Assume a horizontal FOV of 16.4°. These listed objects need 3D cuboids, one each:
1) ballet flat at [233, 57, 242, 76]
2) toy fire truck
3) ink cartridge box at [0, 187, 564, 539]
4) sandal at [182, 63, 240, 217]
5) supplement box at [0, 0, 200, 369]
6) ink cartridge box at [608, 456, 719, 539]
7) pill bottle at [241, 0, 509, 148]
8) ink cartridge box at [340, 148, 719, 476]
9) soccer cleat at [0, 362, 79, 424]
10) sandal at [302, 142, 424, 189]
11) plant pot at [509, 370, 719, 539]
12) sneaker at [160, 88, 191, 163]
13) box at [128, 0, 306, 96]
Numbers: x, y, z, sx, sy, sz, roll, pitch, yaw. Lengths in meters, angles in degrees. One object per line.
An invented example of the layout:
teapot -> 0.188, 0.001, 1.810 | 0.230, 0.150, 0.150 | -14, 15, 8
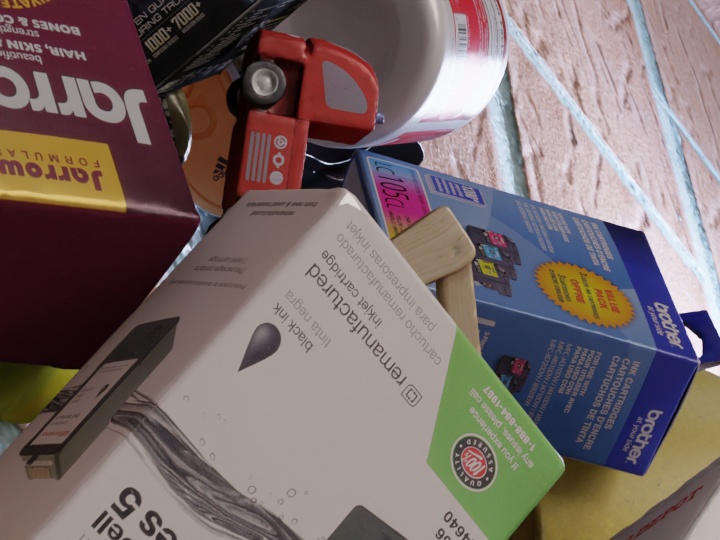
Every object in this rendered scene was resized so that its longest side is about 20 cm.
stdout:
ballet flat -> -0.059, -0.098, 1.418 | 0.057, 0.066, 0.200 | 55, 10, 11
toy fire truck -> 0.000, 0.000, 1.129 | 0.049, 0.140, 0.202 | 154, -55, -76
ink cartridge box -> -0.044, 0.090, 0.906 | 0.146, 0.200, 0.084 | 51, -23, -22
sandal -> -0.106, -0.109, 1.268 | 0.207, 0.079, 0.059 | 55, 15, -18
supplement box -> -0.161, -0.073, 0.951 | 0.130, 0.103, 0.201 | 5, 51, -38
ink cartridge box -> 0.118, 0.196, 1.121 | 0.086, 0.146, 0.200 | 43, 50, 0
pill bottle -> 0.017, -0.124, 1.352 | 0.113, 0.112, 0.200 | 60, 17, 5
ink cartridge box -> 0.084, 0.024, 1.254 | 0.199, 0.077, 0.137 | 17, 27, -17
soccer cleat -> -0.118, 0.010, 1.068 | 0.084, 0.064, 0.201 | 55, 17, -25
sandal -> -0.025, -0.049, 1.416 | 0.200, 0.076, 0.043 | -11, 69, -60
plant pot -> 0.112, 0.144, 1.318 | 0.141, 0.200, 0.201 | 7, 49, -38
sneaker -> -0.154, -0.115, 1.134 | 0.200, 0.077, 0.089 | 48, 2, -9
box -> -0.047, -0.164, 1.125 | 0.086, 0.163, 0.200 | 51, 11, -2
